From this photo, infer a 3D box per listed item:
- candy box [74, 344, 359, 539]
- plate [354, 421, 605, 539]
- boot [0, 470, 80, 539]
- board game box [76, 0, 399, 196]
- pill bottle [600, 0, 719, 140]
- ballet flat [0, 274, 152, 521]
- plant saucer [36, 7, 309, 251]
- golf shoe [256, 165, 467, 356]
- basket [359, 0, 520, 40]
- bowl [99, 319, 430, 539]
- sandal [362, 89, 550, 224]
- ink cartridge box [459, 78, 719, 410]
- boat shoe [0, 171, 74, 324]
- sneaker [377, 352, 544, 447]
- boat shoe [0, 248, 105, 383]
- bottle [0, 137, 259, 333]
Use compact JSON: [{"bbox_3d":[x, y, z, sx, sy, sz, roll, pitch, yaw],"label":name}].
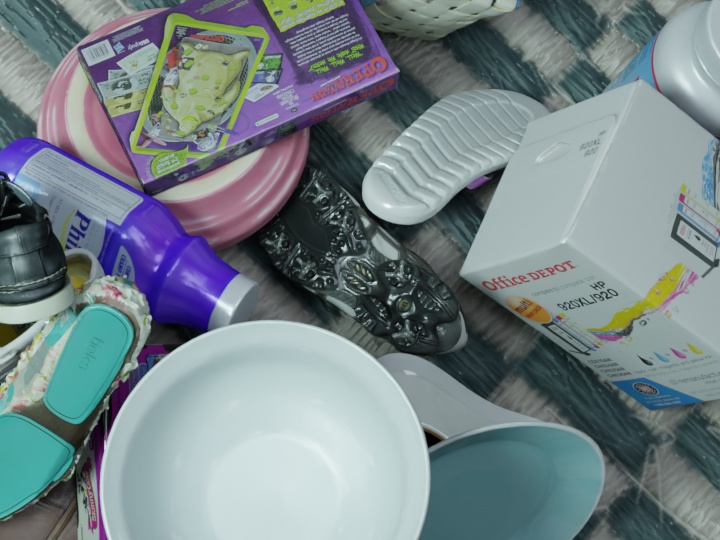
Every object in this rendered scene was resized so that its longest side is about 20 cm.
[{"bbox_3d":[-0.093,0.120,1.179,0.200,0.061,0.137,2,79,-31],"label":"candy box"},{"bbox_3d":[0.072,0.164,1.187,0.200,0.200,0.026,-10,47,-19],"label":"plate"},{"bbox_3d":[-0.215,0.117,1.177,0.186,0.064,0.200,34,69,-17],"label":"boot"},{"bbox_3d":[-0.087,-0.144,1.238,0.200,0.032,0.120,-24,67,-11],"label":"board game box"},{"bbox_3d":[0.258,-0.137,1.327,0.108,0.200,0.109,5,70,-14],"label":"pill bottle"},{"bbox_3d":[-0.193,0.081,1.095,0.076,0.064,0.200,38,110,-13],"label":"ballet flat"},{"bbox_3d":[-0.137,-0.109,1.263,0.200,0.051,0.201,1,67,-3],"label":"plant saucer"},{"bbox_3d":[0.000,0.000,1.283,0.078,0.094,0.200,-48,64,5],"label":"golf shoe"},{"bbox_3d":[0.058,-0.287,1.343,0.139,0.176,0.201,3,84,-30],"label":"basket"},{"bbox_3d":[-0.056,0.139,1.086,0.200,0.090,0.202,-1,71,2],"label":"bowl"},{"bbox_3d":[0.069,-0.085,1.337,0.082,0.050,0.202,41,48,22],"label":"sandal"},{"bbox_3d":[0.207,-0.014,1.274,0.200,0.147,0.145,35,67,-19],"label":"ink cartridge box"},{"bbox_3d":[-0.233,-0.031,1.085,0.074,0.199,0.066,-17,116,-16],"label":"boat shoe"},{"bbox_3d":[0.083,0.140,1.235,0.200,0.073,0.085,28,52,-20],"label":"sneaker"},{"bbox_3d":[-0.249,0.042,1.099,0.202,0.086,0.075,-26,59,-20],"label":"boat shoe"},{"bbox_3d":[-0.166,-0.016,1.191,0.200,0.084,0.065,28,35,11],"label":"bottle"}]
